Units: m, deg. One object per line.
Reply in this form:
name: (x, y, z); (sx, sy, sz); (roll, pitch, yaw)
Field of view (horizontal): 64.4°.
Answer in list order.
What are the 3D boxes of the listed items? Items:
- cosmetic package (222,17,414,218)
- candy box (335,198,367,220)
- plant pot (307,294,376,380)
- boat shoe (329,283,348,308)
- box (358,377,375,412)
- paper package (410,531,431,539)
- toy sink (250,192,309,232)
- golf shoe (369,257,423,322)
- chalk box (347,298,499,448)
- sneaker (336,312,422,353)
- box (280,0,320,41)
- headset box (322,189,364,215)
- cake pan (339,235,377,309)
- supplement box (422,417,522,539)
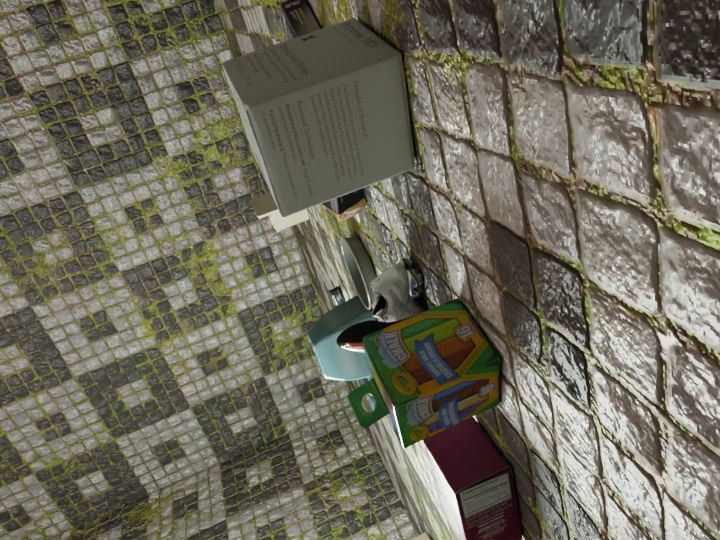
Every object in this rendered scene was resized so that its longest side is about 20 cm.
cosmetic package: (-0.055, -0.210, 0.774); (0.168, 0.199, 0.167); (-122, 13, -47)
candy box: (-0.053, -0.215, 1.223); (0.117, 0.056, 0.201); (155, 93, -80)
plant pot: (-0.046, 0.219, 1.726); (0.196, 0.199, 0.198); (-136, 27, -71)
boat shoe: (-0.072, 0.133, 2.128); (0.076, 0.060, 0.201); (-123, 14, -51)
box: (0.042, 0.476, 2.274); (0.200, 0.051, 0.158); (87, 159, -62)
paper package: (0.235, 1.193, 2.329); (0.104, 0.190, 0.200); (65, 172, -8)
toy sink: (-0.328, -0.246, 2.334); (0.131, 0.199, 0.113); (-122, 14, -45)
golf shoe: (0.065, 0.068, 1.040); (0.078, 0.097, 0.201); (-124, 14, -48)
chalk box: (0.080, 0.152, 0.807); (0.124, 0.199, 0.125); (77, 167, -45)
sneaker: (0.060, 0.141, 0.992); (0.108, 0.200, 0.067); (64, -150, -23)
box: (-0.092, -0.382, 1.088); (0.200, 0.048, 0.159); (89, 157, -66)
headset box: (-0.075, -0.211, 1.086); (0.200, 0.077, 0.149); (36, 149, 31)
cake pan: (0.000, 0.000, 1.457); (0.200, 0.036, 0.202); (158, 90, -81)
supplement box: (0.191, 0.375, 0.971); (0.131, 0.102, 0.201); (-125, 17, -59)
